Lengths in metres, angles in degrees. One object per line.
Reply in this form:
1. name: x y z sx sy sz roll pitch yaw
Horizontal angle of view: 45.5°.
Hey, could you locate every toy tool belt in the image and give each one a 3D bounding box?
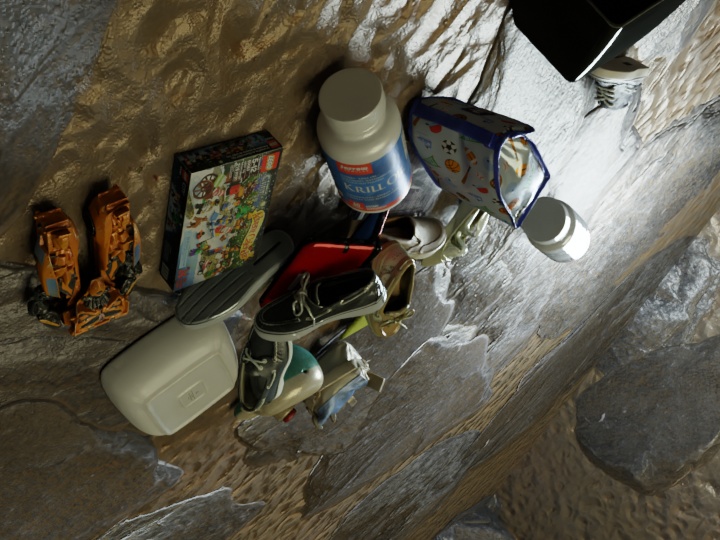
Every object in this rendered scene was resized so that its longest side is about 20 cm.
1. toy tool belt: -0.060 0.234 1.588 0.200 0.123 0.125 -44 -179 0

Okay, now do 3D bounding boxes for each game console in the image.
1. game console: -0.050 -0.033 1.274 0.171 0.120 0.200 2 150 -28

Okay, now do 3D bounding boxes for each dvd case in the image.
1. dvd case: 0.080 -0.149 1.377 0.199 0.016 0.149 -12 140 -48

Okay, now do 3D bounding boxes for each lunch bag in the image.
1. lunch bag: 0.174 -0.176 1.277 0.125 0.169 0.200 -58 147 -4

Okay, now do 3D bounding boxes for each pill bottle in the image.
1. pill bottle: 0.003 -0.170 1.131 0.112 0.112 0.200 -39 153 -8
2. pill bottle: 0.415 -0.088 1.831 0.114 0.113 0.200 -48 154 10

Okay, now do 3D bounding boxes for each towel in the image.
1. towel: 0.024 0.066 1.548 0.086 0.018 0.200 -26 167 -31

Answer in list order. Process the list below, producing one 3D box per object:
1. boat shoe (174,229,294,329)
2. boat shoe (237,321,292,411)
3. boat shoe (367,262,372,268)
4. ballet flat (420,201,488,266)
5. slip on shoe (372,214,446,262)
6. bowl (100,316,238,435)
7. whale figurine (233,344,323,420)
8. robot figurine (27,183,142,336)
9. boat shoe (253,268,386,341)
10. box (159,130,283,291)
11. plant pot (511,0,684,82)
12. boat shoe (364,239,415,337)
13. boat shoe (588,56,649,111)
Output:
1. boat shoe: -0.172 0.022 1.214 0.199 0.072 0.062 -36 161 -19
2. boat shoe: -0.151 0.143 1.313 0.060 0.075 0.202 -35 145 -37
3. boat shoe: 0.001 0.000 1.433 0.200 0.072 0.066 -26 144 -42
4. ballet flat: 0.184 -0.069 1.587 0.069 0.070 0.201 -3 133 -53
5. slip on shoe: 0.078 -0.063 1.439 0.198 0.076 0.061 -9 148 -39
6. bowl: -0.268 0.159 1.277 0.199 0.075 0.201 -36 151 -17
7. whale figurine: -0.155 0.195 1.489 0.158 0.105 0.200 -22 171 -43
8. robot figurine: -0.314 -0.001 0.990 0.144 0.058 0.201 -26 148 -31
9. boat shoe: -0.064 0.044 1.201 0.197 0.074 0.068 -12 147 13
10. box: -0.179 -0.074 1.095 0.136 0.038 0.201 -23 147 -36
11. plant pot: 0.322 -0.385 1.192 0.199 0.200 0.178 -33 163 -21
12. boat shoe: 0.052 0.044 1.408 0.073 0.063 0.201 -29 141 -26
13. boat shoe: 0.457 -0.335 1.567 0.199 0.075 0.093 -14 134 -47
